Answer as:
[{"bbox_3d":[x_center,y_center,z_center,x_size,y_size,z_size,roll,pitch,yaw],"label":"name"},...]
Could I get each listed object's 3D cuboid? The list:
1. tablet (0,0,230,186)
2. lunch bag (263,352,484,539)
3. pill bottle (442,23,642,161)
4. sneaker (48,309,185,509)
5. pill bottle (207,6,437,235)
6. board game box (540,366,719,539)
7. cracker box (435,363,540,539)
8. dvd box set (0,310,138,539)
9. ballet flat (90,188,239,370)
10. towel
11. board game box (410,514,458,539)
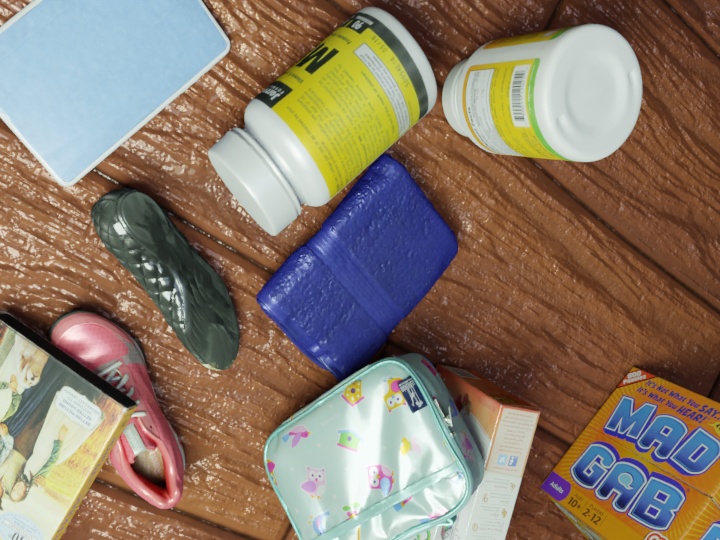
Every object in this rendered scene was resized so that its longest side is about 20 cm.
[{"bbox_3d":[-0.221,-0.185,0.647,0.199,0.014,0.131,-43,114,-10],"label":"tablet"},{"bbox_3d":[0.014,0.185,0.717,0.198,0.077,0.163,-34,74,18],"label":"lunch bag"},{"bbox_3d":[0.159,-0.166,0.715,0.108,0.199,0.115,-5,103,-22],"label":"pill bottle"},{"bbox_3d":[-0.207,0.126,0.672,0.073,0.086,0.204,-30,110,-16],"label":"sneaker"},{"bbox_3d":[-0.034,-0.133,0.683,0.199,0.114,0.115,-42,113,-11],"label":"pill bottle"},{"bbox_3d":[0.383,0.281,0.900,0.201,0.199,0.200,-48,114,-8],"label":"board game box"},{"bbox_3d":[0.107,0.220,0.802,0.056,0.133,0.206,12,95,-25],"label":"cracker box"},{"bbox_3d":[-0.298,0.160,0.629,0.144,0.029,0.203,32,91,4],"label":"dvd box set"},{"bbox_3d":[-0.173,0.010,0.695,0.067,0.056,0.203,-50,123,-38],"label":"ballet flat"},{"bbox_3d":[0.000,0.000,0.765,0.201,0.049,0.148,-48,121,-9],"label":"towel"},{"bbox_3d":[0.027,0.311,0.788,0.034,0.125,0.206,11,96,-41],"label":"board game box"}]
